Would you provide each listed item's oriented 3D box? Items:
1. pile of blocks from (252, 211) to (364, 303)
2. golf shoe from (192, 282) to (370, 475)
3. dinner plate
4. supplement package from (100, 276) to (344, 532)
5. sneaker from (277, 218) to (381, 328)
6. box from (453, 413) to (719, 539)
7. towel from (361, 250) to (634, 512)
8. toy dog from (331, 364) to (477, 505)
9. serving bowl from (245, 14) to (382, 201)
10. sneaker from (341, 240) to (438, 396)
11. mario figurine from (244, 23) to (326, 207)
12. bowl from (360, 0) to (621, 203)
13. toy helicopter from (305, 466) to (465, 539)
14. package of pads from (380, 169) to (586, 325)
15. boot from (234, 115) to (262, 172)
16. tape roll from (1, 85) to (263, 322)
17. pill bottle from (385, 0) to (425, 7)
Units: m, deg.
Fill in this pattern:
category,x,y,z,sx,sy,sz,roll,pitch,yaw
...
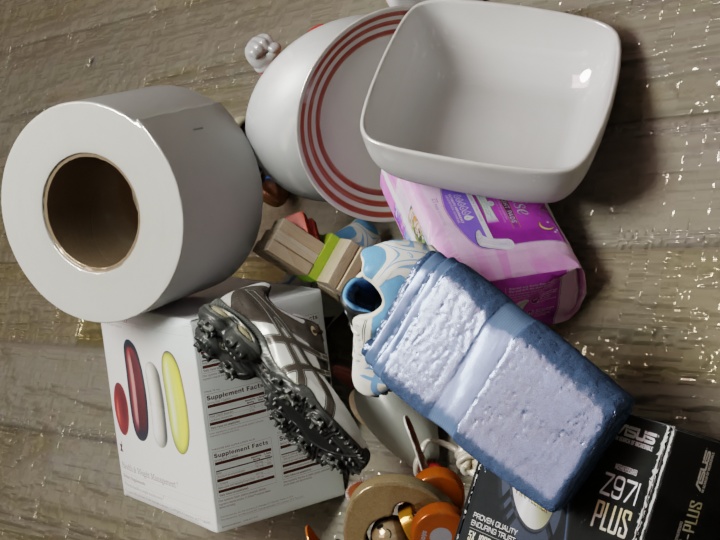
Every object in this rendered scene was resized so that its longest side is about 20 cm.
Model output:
category,x,y,z,sx,sy,sz,roll,pitch,yaw
pile of blocks,0.000,0.000,1.613,0.062,0.200,0.082,-60,-8,-9
golf shoe,-0.050,0.087,1.522,0.200,0.094,0.078,46,145,9
dinner plate,0.031,-0.141,1.569,0.200,0.200,0.024,-66,29,9
supplement package,-0.135,0.120,1.673,0.191,0.147,0.200,6,106,55
sneaker,-0.045,0.015,1.731,0.200,0.072,0.073,-34,30,43
box,0.175,0.183,1.321,0.200,0.086,0.164,16,87,56
towel,0.100,0.080,1.289,0.200,0.049,0.112,39,104,26
toy dog,0.029,0.144,1.532,0.132,0.096,0.200,-63,34,19
serving bowl,-0.003,-0.137,1.621,0.200,0.200,0.066,-54,43,24
sneaker,0.015,0.038,1.432,0.200,0.072,0.072,108,170,-55
mario figurine,-0.075,-0.165,1.807,0.200,0.123,0.106,-60,23,24
bowl,0.113,-0.135,1.472,0.200,0.075,0.200,9,50,15
toy helicopter,0.024,0.261,1.450,0.079,0.132,0.200,-91,-1,-68
package of pads,0.101,-0.035,1.490,0.200,0.120,0.076,-113,19,-43
boot,-0.158,-0.076,1.924,0.107,0.075,0.200,-11,70,39
tape roll,-0.208,-0.064,1.607,0.202,0.139,0.203,6,103,27
pill bottle,0.048,-0.335,1.713,0.113,0.113,0.200,-54,38,25
